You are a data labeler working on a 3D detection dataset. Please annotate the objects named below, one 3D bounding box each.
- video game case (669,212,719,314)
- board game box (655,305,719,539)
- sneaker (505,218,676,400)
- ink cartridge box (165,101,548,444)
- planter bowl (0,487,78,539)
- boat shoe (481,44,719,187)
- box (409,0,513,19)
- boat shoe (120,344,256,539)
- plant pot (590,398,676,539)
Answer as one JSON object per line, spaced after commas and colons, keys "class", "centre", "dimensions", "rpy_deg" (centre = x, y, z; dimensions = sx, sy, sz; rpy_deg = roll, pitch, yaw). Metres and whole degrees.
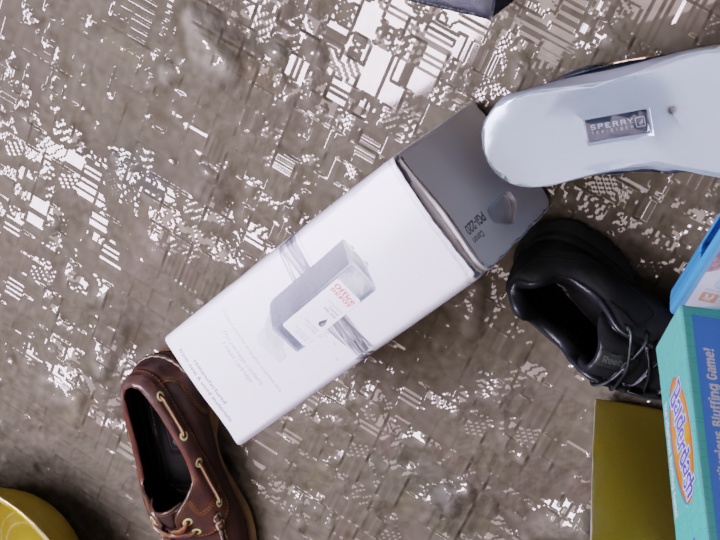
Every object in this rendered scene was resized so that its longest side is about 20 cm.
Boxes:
{"class": "video game case", "centre": [0.258, -0.018, 0.719], "dimensions": [0.142, 0.018, 0.201], "rpy_deg": [13, 147, -1]}
{"class": "board game box", "centre": [0.259, 0.102, 0.726], "dimensions": [0.198, 0.153, 0.045], "rpy_deg": [7, 141, -5]}
{"class": "sneaker", "centre": [0.169, 0.048, 0.820], "dimensions": [0.199, 0.091, 0.076], "rpy_deg": [27, 116, 11]}
{"class": "ink cartridge box", "centre": [0.000, 0.000, 0.843], "dimensions": [0.199, 0.146, 0.085], "rpy_deg": [-35, 93, 30]}
{"class": "planter bowl", "centre": [-0.275, 0.233, 1.089], "dimensions": [0.199, 0.083, 0.202], "rpy_deg": [8, 112, 21]}
{"class": "boat shoe", "centre": [0.170, -0.090, 0.765], "dimensions": [0.199, 0.091, 0.071], "rpy_deg": [-2, 106, 26]}
{"class": "box", "centre": [0.005, -0.228, 0.776], "dimensions": [0.198, 0.106, 0.123], "rpy_deg": [18, 117, 16]}
{"class": "boat shoe", "centre": [-0.128, 0.155, 1.004], "dimensions": [0.070, 0.070, 0.202], "rpy_deg": [-7, 107, 25]}
{"class": "plant pot", "centre": [0.220, 0.205, 0.808], "dimensions": [0.175, 0.200, 0.202], "rpy_deg": [0, 110, 10]}
